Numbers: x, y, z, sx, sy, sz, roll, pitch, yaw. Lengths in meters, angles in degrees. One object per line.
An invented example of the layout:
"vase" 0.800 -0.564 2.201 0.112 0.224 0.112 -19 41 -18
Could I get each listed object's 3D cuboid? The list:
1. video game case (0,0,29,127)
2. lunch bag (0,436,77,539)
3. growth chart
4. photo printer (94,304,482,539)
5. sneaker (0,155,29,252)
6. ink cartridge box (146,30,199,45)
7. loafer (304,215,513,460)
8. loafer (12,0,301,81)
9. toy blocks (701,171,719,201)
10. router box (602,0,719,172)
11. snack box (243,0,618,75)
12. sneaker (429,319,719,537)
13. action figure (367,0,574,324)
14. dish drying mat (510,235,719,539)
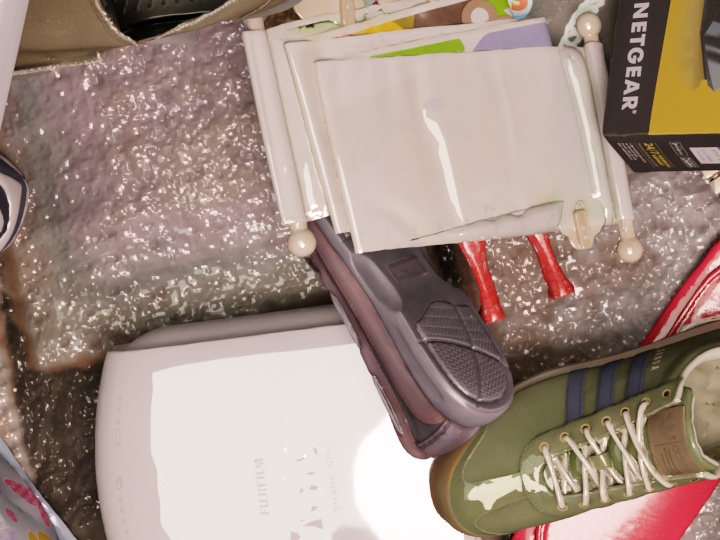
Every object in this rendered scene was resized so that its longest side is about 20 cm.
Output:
"video game case" -0.238 -0.077 0.743 0.181 0.023 0.201 31 123 18
"lunch bag" -0.245 0.168 0.832 0.169 0.200 0.127 -38 92 6
"growth chart" 0.040 -0.074 0.798 0.198 0.018 0.146 -1 81 -20
"photo printer" -0.039 0.104 0.881 0.198 0.069 0.168 -7 94 3
"sneaker" -0.275 -0.059 0.852 0.198 0.130 0.080 29 94 1
"ink cartridge box" -0.183 -0.155 0.832 0.198 0.144 0.085 1 97 3
"loafer" 0.000 0.000 0.821 0.063 0.072 0.201 -46 64 38
"loafer" -0.117 -0.128 0.724 0.198 0.070 0.076 -14 97 5
"toy blocks" 0.235 -0.063 0.851 0.136 0.100 0.201 -32 88 15
"router box" 0.206 -0.148 0.797 0.156 0.052 0.202 0 72 28
"snack box" 0.050 -0.109 0.877 0.198 0.037 0.117 -19 93 4
"sneaker" 0.134 0.077 0.819 0.199 0.090 0.068 -22 99 -13
"action figure" 0.047 -0.075 0.837 0.065 0.052 0.202 -19 90 -1
"dish drying mat" 0.165 0.085 0.895 0.077 0.018 0.201 34 95 -1
